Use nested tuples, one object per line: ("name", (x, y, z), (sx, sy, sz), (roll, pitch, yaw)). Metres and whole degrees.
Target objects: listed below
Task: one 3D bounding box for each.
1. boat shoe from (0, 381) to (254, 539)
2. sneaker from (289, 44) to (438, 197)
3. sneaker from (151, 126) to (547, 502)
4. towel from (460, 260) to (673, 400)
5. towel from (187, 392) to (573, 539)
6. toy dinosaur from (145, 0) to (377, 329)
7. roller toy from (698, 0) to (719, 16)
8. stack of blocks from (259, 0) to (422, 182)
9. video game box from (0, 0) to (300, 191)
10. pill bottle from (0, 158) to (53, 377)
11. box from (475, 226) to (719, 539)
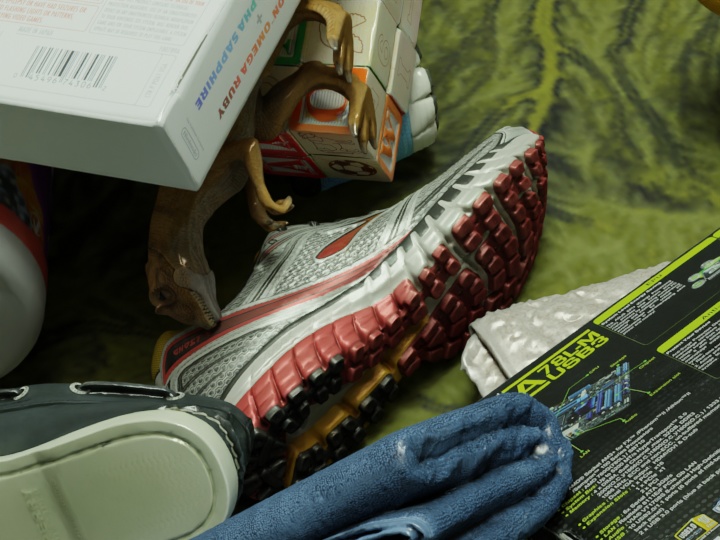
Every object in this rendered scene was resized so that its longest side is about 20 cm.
("boat shoe", (-0.128, 0.078, 0.818), (0.199, 0.075, 0.066), (-16, 13, 23))
("sneaker", (-0.059, -0.104, 0.974), (0.090, 0.079, 0.200), (-37, 56, -21))
("sneaker", (0.000, 0.000, 0.878), (0.200, 0.078, 0.082), (-38, 55, -26))
("towel", (0.148, 0.045, 0.857), (0.199, 0.035, 0.133), (-17, 50, -11))
("towel", (-0.028, 0.103, 0.721), (0.111, 0.200, 0.049), (-15, 77, -57))
("toy dinosaur", (-0.050, -0.081, 0.839), (0.106, 0.060, 0.201), (-2, 73, 16))
("roller toy", (0.250, -0.127, 0.922), (0.199, 0.140, 0.183), (22, 48, 23))
("stack of blocks", (-0.032, -0.143, 0.916), (0.115, 0.059, 0.201), (4, 75, 17))
("video game box", (-0.112, -0.125, 0.837), (0.199, 0.047, 0.183), (11, 61, 28))
("pill bottle", (-0.182, -0.056, 0.916), (0.111, 0.112, 0.201), (-4, 49, 0))
("box", (0.143, 0.041, 0.738), (0.200, 0.048, 0.193), (-36, 19, -11))
